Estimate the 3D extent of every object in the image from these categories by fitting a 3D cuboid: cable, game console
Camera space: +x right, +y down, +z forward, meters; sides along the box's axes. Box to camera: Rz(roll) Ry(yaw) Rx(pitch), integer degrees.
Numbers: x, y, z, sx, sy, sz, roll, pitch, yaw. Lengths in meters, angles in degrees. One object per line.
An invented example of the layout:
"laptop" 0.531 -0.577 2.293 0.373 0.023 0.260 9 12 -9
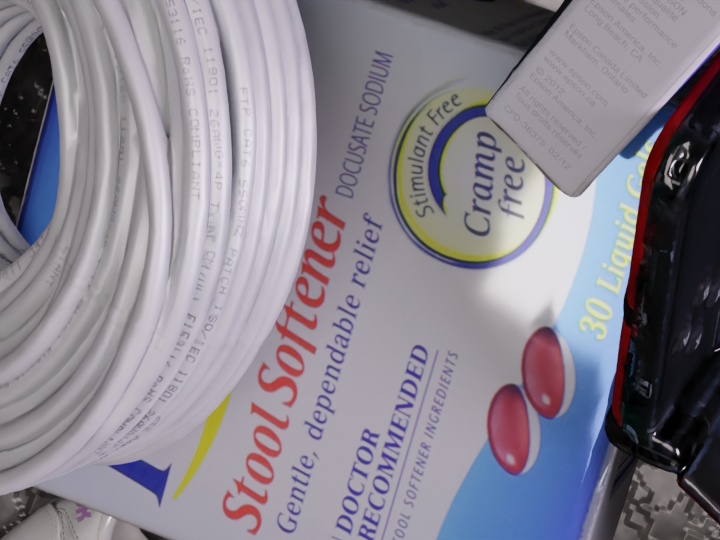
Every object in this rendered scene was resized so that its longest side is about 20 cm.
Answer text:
"cable" -0.099 -0.038 0.784 0.200 0.069 0.201 33 112 36
"game console" 0.167 -0.012 0.785 0.118 0.200 0.173 24 140 20

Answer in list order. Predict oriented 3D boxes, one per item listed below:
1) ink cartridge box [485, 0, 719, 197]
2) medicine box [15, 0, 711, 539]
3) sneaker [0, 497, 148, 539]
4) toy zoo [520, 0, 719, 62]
"ink cartridge box" 0.131 -0.135 0.713 0.043 0.198 0.200 40 144 -2
"medicine box" 0.000 0.000 0.855 0.199 0.103 0.183 19 104 12
"sneaker" -0.055 0.162 0.921 0.099 0.075 0.200 -37 94 14
"toy zoo" 0.098 -0.154 0.868 0.131 0.020 0.200 37 103 0
